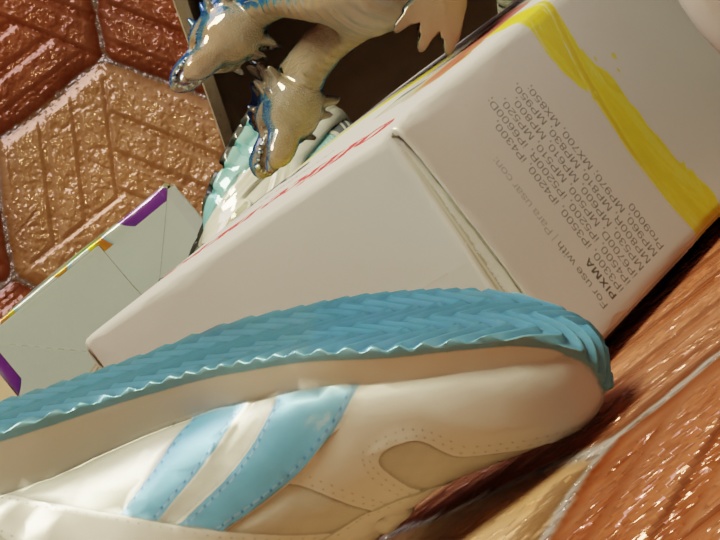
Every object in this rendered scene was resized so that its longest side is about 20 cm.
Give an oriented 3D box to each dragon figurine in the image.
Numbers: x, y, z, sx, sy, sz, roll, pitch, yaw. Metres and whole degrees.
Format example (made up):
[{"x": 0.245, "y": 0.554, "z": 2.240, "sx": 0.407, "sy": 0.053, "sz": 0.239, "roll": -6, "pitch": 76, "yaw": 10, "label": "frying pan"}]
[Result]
[{"x": 0.014, "y": -0.118, "z": 0.808, "sx": 0.200, "sy": 0.059, "sz": 0.099, "roll": -59, "pitch": 23, "yaw": -1, "label": "dragon figurine"}]

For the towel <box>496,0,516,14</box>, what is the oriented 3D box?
[{"x": 0.115, "y": -0.142, "z": 0.933, "sx": 0.193, "sy": 0.035, "sz": 0.200, "roll": -31, "pitch": -37, "yaw": -18, "label": "towel"}]

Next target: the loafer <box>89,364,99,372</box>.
[{"x": -0.024, "y": 0.017, "z": 0.997, "sx": 0.200, "sy": 0.076, "sz": 0.067, "roll": -39, "pitch": -2, "yaw": -4, "label": "loafer"}]

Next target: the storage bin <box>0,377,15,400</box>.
[{"x": -0.313, "y": 0.143, "z": 2.020, "sx": 0.199, "sy": 0.094, "sz": 0.200, "roll": -39, "pitch": 4, "yaw": -14, "label": "storage bin"}]

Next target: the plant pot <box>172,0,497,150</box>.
[{"x": 0.001, "y": -0.177, "z": 0.995, "sx": 0.200, "sy": 0.177, "sz": 0.200, "roll": -24, "pitch": -40, "yaw": -5, "label": "plant pot"}]

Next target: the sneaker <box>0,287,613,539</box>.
[{"x": -0.033, "y": 0.058, "z": 0.662, "sx": 0.200, "sy": 0.081, "sz": 0.077, "roll": -18, "pitch": 6, "yaw": 10, "label": "sneaker"}]

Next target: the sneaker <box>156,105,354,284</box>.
[{"x": -0.029, "y": 0.030, "z": 0.905, "sx": 0.078, "sy": 0.086, "sz": 0.200, "roll": 105, "pitch": -171, "yaw": -63, "label": "sneaker"}]

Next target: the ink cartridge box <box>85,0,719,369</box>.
[{"x": 0.035, "y": -0.019, "z": 0.811, "sx": 0.145, "sy": 0.083, "sz": 0.200, "roll": -33, "pitch": 6, "yaw": 41, "label": "ink cartridge box"}]

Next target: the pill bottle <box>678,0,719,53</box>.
[{"x": 0.130, "y": -0.118, "z": 0.737, "sx": 0.111, "sy": 0.111, "sz": 0.200, "roll": -37, "pitch": 12, "yaw": 14, "label": "pill bottle"}]

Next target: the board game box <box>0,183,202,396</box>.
[{"x": -0.093, "y": 0.036, "z": 1.191, "sx": 0.103, "sy": 0.105, "sz": 0.200, "roll": -39, "pitch": 4, "yaw": -5, "label": "board game box"}]
